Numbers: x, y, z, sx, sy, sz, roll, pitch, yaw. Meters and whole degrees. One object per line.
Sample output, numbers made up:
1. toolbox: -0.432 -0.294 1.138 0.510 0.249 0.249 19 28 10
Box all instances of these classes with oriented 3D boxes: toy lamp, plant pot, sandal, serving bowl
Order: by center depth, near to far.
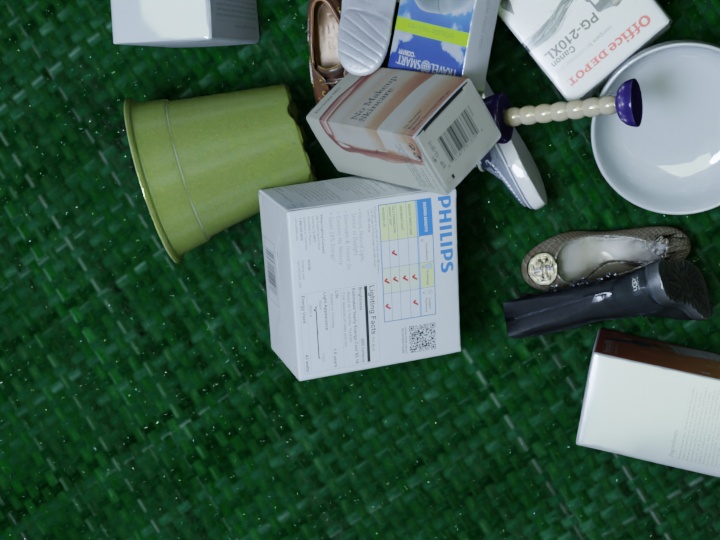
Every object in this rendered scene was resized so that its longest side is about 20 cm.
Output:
1. toy lamp: 0.207 -0.172 1.547 0.197 0.058 0.059 -2 97 26
2. serving bowl: 0.356 -0.166 1.578 0.197 0.066 0.203 4 117 7
3. sandal: 0.014 -0.314 1.635 0.078 0.059 0.210 9 75 13
4. plant pot: -0.156 -0.132 1.660 0.187 0.200 0.203 -16 94 1

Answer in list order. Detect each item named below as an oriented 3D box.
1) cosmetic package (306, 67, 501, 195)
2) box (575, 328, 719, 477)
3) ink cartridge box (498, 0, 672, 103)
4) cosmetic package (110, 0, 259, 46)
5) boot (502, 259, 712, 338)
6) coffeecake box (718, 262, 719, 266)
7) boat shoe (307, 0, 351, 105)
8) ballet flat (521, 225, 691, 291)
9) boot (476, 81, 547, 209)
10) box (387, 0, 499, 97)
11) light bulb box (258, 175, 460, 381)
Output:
1. cosmetic package: 0.045 -0.159 1.563 0.104 0.199 0.088 -48 124 -20
2. box: 0.351 0.148 1.590 0.197 0.152 0.108 12 101 10
3. ink cartridge box: 0.234 -0.307 1.588 0.144 0.084 0.201 -40 88 15
4. cosmetic package: -0.202 -0.359 1.617 0.121 0.199 0.203 -3 97 12
5. boot: 0.283 0.042 1.621 0.198 0.164 0.067 -20 67 32
6. coffeecake box: 0.526 -0.004 1.572 0.199 0.073 0.154 37 102 5
7. boat shoe: -0.029 -0.229 1.664 0.071 0.068 0.203 -10 95 13
8. ballet flat: 0.283 -0.015 1.637 0.197 0.046 0.068 -7 96 13
9. boot: 0.135 -0.144 1.645 0.090 0.073 0.202 -31 81 19
10. box: 0.096 -0.285 1.560 0.121 0.047 0.203 22 107 44
11. light bulb box: 0.000 0.000 1.606 0.197 0.125 0.201 -9 108 -17
